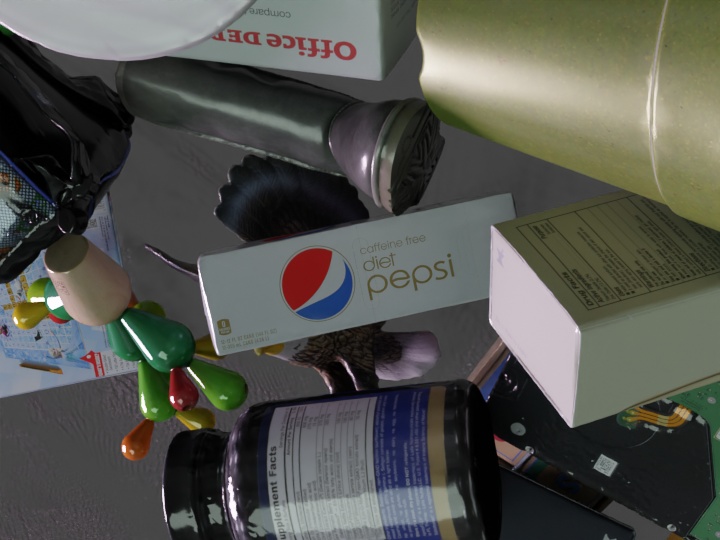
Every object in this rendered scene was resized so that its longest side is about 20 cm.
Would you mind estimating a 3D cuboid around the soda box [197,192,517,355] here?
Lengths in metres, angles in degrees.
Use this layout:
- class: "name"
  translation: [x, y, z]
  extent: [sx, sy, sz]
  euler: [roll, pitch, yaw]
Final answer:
- class: "soda box"
  translation: [0.000, 0.000, 0.825]
  extent: [0.200, 0.068, 0.064]
  euler: [-13, 94, -5]

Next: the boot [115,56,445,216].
- class: "boot"
  translation: [-0.053, -0.098, 0.797]
  extent: [0.200, 0.073, 0.182]
  euler: [25, 177, 6]

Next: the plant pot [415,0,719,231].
- class: "plant pot"
  translation: [0.138, -0.122, 0.680]
  extent: [0.190, 0.200, 0.200]
  euler: [15, 132, 30]

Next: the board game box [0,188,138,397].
- class: "board game box"
  translation: [-0.277, 0.009, 0.978]
  extent: [0.199, 0.041, 0.200]
  euler: [-10, 128, -11]

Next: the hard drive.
- class: "hard drive"
  translation: [0.187, 0.090, 0.819]
  extent: [0.200, 0.038, 0.140]
  euler: [28, 130, 10]

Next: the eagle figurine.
- class: "eagle figurine"
  translation: [-0.042, 0.027, 0.921]
  extent: [0.152, 0.151, 0.200]
  euler: [-29, 79, -3]

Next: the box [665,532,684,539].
- class: "box"
  translation: [0.287, 0.186, 0.907]
  extent: [0.119, 0.042, 0.200]
  euler: [13, 129, -12]

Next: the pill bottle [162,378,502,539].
- class: "pill bottle"
  translation: [-0.017, 0.134, 0.830]
  extent: [0.200, 0.112, 0.112]
  euler: [-8, 123, 14]

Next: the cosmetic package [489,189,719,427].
- class: "cosmetic package"
  translation: [0.182, 0.004, 0.726]
  extent: [0.200, 0.104, 0.073]
  euler: [-15, 129, -15]

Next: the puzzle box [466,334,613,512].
- class: "puzzle box"
  translation: [0.152, 0.078, 0.875]
  extent: [0.133, 0.025, 0.200]
  euler: [31, 130, 0]

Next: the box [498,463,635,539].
- class: "box"
  translation: [0.084, 0.258, 0.928]
  extent: [0.123, 0.200, 0.198]
  euler: [25, 162, 3]

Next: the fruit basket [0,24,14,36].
- class: "fruit basket"
  translation: [-0.235, -0.251, 0.764]
  extent: [0.215, 0.156, 0.216]
  euler: [1, 124, 2]

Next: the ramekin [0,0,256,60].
- class: "ramekin"
  translation: [-0.119, -0.212, 0.637]
  extent: [0.202, 0.094, 0.203]
  euler: [6, 127, 8]

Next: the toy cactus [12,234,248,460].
- class: "toy cactus"
  translation: [-0.170, 0.038, 0.879]
  extent: [0.200, 0.102, 0.165]
  euler: [35, 163, 33]

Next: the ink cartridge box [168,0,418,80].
- class: "ink cartridge box"
  translation: [-0.044, -0.217, 0.734]
  extent: [0.145, 0.083, 0.200]
  euler: [9, 128, 17]

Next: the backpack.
- class: "backpack"
  translation: [-0.252, -0.095, 0.813]
  extent: [0.154, 0.200, 0.191]
  euler: [-36, 107, 11]
